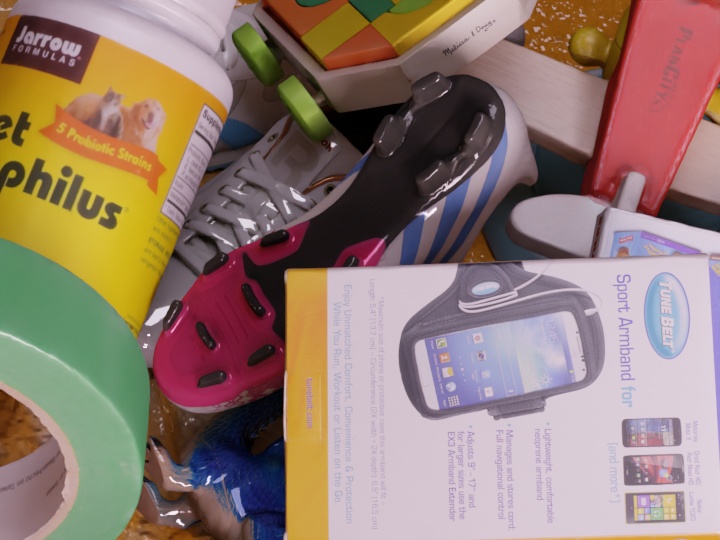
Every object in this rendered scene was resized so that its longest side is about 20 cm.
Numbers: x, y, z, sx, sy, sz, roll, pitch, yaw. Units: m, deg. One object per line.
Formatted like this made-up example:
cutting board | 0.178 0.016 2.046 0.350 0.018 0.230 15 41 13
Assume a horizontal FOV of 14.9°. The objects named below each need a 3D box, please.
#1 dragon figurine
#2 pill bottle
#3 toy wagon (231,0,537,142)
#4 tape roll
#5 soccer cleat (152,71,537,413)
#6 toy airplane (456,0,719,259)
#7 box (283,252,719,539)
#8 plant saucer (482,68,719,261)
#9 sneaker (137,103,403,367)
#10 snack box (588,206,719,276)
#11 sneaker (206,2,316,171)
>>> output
dragon figurine | -0.034 0.107 1.211 0.099 0.059 0.200 -19 57 -27
pill bottle | -0.126 -0.049 1.231 0.109 0.109 0.201 21 80 3
toy wagon | 0.010 -0.143 1.317 0.155 0.040 0.200 -36 34 -3
tape roll | -0.185 0.061 1.116 0.199 0.201 0.048 9 49 -7
soccer cleat | 0.000 0.000 1.214 0.200 0.086 0.070 -41 56 1
toy airplane | 0.137 -0.070 1.335 0.198 0.141 0.201 -25 87 -7
box | 0.068 0.057 1.117 0.198 0.042 0.120 -1 70 3
plant saucer | 0.158 -0.035 1.401 0.198 0.028 0.201 7 49 -8
sneaker | -0.049 -0.033 1.308 0.073 0.085 0.200 40 54 17
snack box | 0.198 0.029 1.246 0.198 0.024 0.072 13 79 -5
sneaker | -0.096 -0.097 1.350 0.199 0.081 0.077 -20 57 -29
